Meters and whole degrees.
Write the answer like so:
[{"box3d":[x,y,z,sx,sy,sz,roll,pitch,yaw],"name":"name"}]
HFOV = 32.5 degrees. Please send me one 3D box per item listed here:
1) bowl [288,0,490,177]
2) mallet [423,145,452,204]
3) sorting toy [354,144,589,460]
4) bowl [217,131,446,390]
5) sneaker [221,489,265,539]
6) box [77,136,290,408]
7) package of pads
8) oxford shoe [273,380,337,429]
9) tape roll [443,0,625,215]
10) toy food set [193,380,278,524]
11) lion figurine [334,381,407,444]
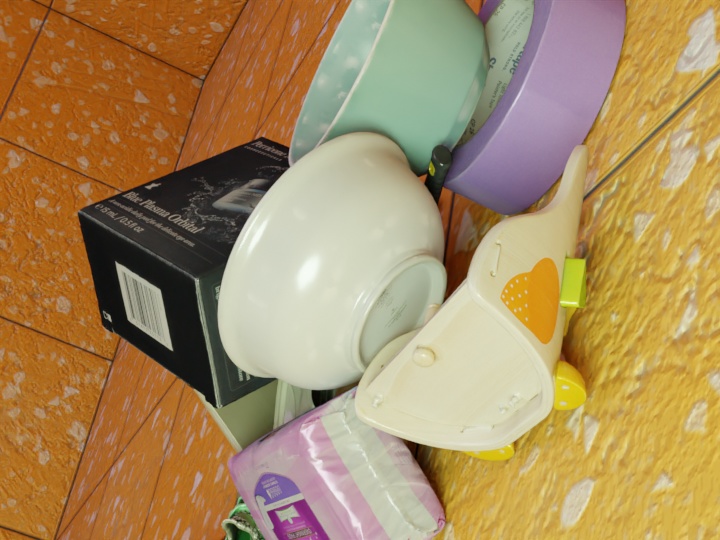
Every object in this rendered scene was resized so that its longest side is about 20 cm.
[{"box3d":[0.032,-0.152,0.986,0.202,0.104,0.202,-58,16,28],"name":"bowl"},{"box3d":[0.053,-0.029,0.995,0.200,0.041,0.067,111,143,-68],"name":"mallet"},{"box3d":[0.099,0.010,0.812,0.182,0.106,0.200,-65,7,-32],"name":"sorting toy"},{"box3d":[0.000,0.011,0.891,0.090,0.200,0.203,33,104,30],"name":"bowl"},{"box3d":[-0.093,0.234,1.118,0.089,0.076,0.202,67,-163,-45],"name":"sneaker"},{"box3d":[-0.098,-0.009,1.031,0.196,0.198,0.119,25,131,46],"name":"box"},{"box3d":[-0.023,0.168,0.942,0.075,0.122,0.200,-28,-4,-28],"name":"package of pads"},{"box3d":[-0.041,0.171,1.072,0.057,0.075,0.204,-5,74,30],"name":"oxford shoe"},{"box3d":[0.127,-0.149,0.982,0.201,0.065,0.201,-58,19,32],"name":"tape roll"},{"box3d":[-0.112,0.111,1.129,0.060,0.201,0.143,-31,6,33],"name":"toy food set"},{"box3d":[0.031,0.085,0.993,0.123,0.073,0.199,-47,19,-30],"name":"lion figurine"}]
